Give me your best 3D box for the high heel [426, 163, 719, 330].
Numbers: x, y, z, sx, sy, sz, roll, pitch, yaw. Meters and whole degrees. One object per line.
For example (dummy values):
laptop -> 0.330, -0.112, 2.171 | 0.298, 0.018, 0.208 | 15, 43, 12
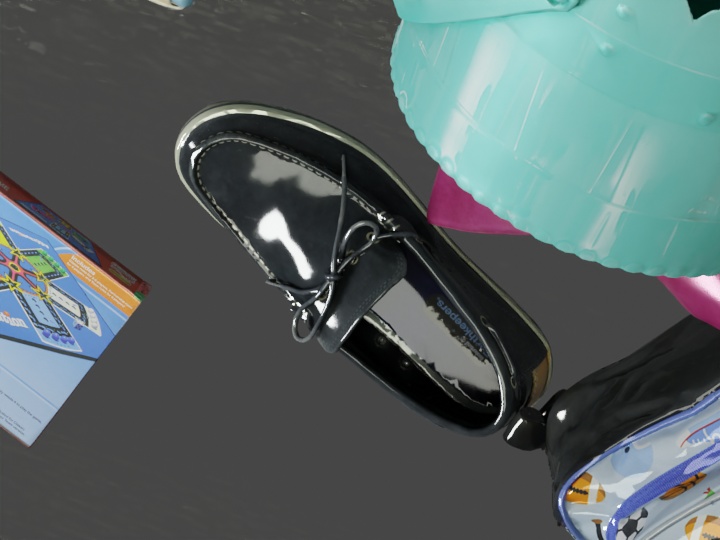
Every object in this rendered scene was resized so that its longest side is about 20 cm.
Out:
high heel -> 0.108, -0.003, 1.047 | 0.096, 0.067, 0.200 | -56, 49, 20

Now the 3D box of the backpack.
backpack -> 0.192, 0.108, 1.073 | 0.199, 0.154, 0.191 | -31, 118, 19

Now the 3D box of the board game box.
board game box -> -0.205, -0.015, 1.183 | 0.200, 0.019, 0.103 | 38, 118, -4

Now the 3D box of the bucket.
bucket -> 0.113, -0.106, 0.967 | 0.206, 0.207, 0.135 | 26, 128, 1

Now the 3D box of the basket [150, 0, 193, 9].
basket -> -0.100, -0.220, 1.000 | 0.175, 0.139, 0.201 | 19, 123, 3

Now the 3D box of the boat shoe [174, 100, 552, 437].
boat shoe -> 0.000, 0.000, 1.117 | 0.200, 0.062, 0.075 | 41, 118, -4
